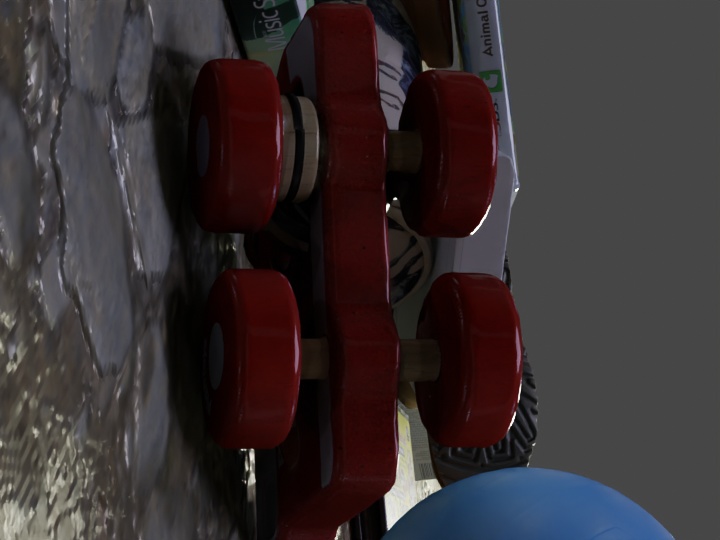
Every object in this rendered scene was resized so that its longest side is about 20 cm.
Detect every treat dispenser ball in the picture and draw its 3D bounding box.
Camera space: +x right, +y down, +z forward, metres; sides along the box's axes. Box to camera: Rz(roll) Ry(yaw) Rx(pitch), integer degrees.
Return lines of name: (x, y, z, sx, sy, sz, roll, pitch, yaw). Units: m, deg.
treat dispenser ball: (0.086, 0.204, 1.094, 0.201, 0.199, 0.203, -7, 90, -85)

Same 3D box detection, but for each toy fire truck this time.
toy fire truck: (-0.019, 0.006, 0.850, 0.168, 0.111, 0.202, 135, -47, -66)

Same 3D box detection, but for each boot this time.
boot: (0.054, 0.064, 1.320, 0.200, 0.066, 0.177, 136, -44, -75)

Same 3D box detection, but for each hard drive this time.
hard drive: (0.044, -0.002, 1.067, 0.200, 0.026, 0.133, -123, -141, -80)

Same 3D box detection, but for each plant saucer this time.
plant saucer: (0.023, -0.213, 1.200, 0.200, 0.037, 0.202, -8, 90, -84)

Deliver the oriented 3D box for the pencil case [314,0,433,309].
pencil case: (-0.009, -0.067, 1.090, 0.078, 0.089, 0.201, 43, 29, -34)

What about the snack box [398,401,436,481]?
snack box: (0.043, 0.028, 1.561, 0.201, 0.067, 0.169, 75, 10, -45)

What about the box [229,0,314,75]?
box: (-0.053, -0.197, 1.008, 0.200, 0.036, 0.145, 72, 13, -59)

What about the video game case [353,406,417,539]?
video game case: (0.018, 0.171, 1.347, 0.200, 0.025, 0.182, 54, 30, -78)

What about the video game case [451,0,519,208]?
video game case: (0.066, -0.125, 1.192, 0.200, 0.022, 0.184, 63, 21, -86)
